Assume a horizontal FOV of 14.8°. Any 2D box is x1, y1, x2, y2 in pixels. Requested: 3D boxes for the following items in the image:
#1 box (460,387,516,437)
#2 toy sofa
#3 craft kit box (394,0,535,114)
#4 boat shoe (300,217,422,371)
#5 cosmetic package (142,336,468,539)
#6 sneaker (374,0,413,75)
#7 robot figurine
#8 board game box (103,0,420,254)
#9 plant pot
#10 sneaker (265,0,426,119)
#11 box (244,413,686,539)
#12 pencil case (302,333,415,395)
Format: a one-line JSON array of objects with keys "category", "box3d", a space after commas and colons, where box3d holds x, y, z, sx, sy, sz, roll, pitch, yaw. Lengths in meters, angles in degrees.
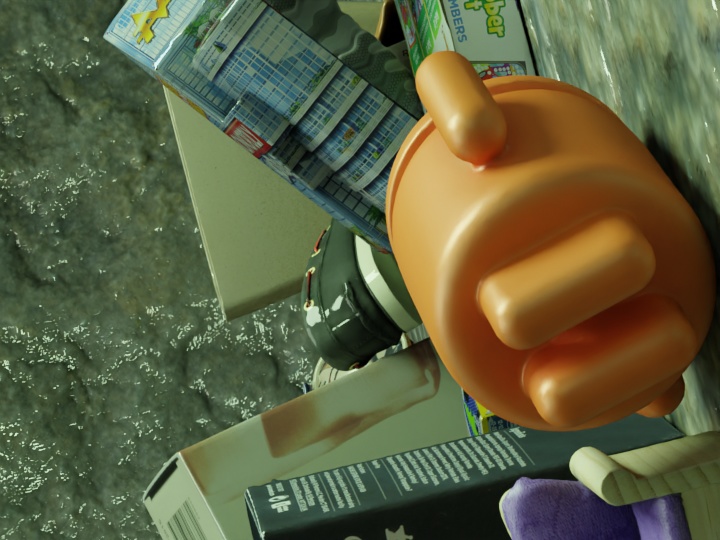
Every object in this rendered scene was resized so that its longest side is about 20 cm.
[{"category": "box", "box3d": [0.100, 0.124, 1.494, 0.064, 0.070, 0.200, -110, 8, -50]}, {"category": "toy sofa", "box3d": [0.125, 0.170, 1.115, 0.083, 0.098, 0.200, -146, 44, -85]}, {"category": "craft kit box", "box3d": [0.053, -0.134, 1.507, 0.200, 0.048, 0.198, 106, 153, -82]}, {"category": "boat shoe", "box3d": [-0.002, -0.002, 1.660, 0.074, 0.063, 0.201, 52, -166, -16]}, {"category": "cosmetic package", "box3d": [-0.013, 0.115, 1.597, 0.087, 0.200, 0.103, 62, 154, 12]}, {"category": "sneaker", "box3d": [0.037, -0.086, 1.646, 0.085, 0.073, 0.200, 77, 178, -48]}, {"category": "robot figurine", "box3d": [0.074, -0.008, 1.114, 0.200, 0.144, 0.117, -113, 45, -66]}, {"category": "board game box", "box3d": [-0.043, -0.091, 1.478, 0.200, 0.062, 0.200, 37, 178, -3]}, {"category": "plant pot", "box3d": [-0.034, -0.093, 1.861, 0.200, 0.177, 0.200, -132, 28, -82]}, {"category": "sneaker", "box3d": [-0.052, -0.139, 1.617, 0.200, 0.075, 0.082, 54, 140, 2]}, {"category": "box", "box3d": [0.065, 0.182, 1.278, 0.124, 0.196, 0.200, -141, 38, -81]}, {"category": "pencil case", "box3d": [0.039, 0.113, 1.826, 0.200, 0.078, 0.089, 47, -122, -49]}]
